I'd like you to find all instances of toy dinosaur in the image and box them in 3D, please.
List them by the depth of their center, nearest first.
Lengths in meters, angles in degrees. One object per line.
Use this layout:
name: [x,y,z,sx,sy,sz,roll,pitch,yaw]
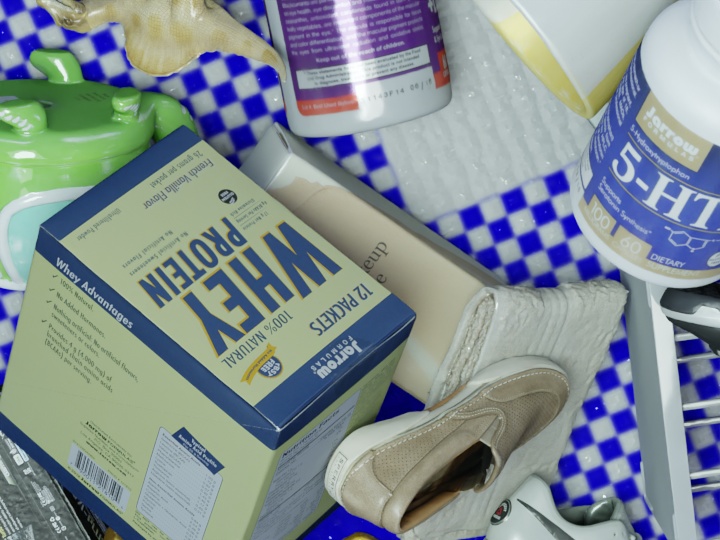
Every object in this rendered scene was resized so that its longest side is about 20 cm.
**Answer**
toy dinosaur: [-0.110,-0.171,1.707,0.199,0.058,0.102,15,80,26]

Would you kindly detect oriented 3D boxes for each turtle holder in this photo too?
turtle holder: [-0.198,-0.066,1.709,0.140,0.185,0.133,15,113,30]

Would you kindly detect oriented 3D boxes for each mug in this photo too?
mug: [0.156,-0.195,1.663,0.153,0.187,0.150,-41,67,-2]

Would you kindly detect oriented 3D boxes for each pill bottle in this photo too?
pill bottle: [0.213,-0.095,1.577,0.119,0.120,0.200,19,137,-5]
pill bottle: [-0.011,-0.195,1.696,0.111,0.111,0.201,-11,101,1]

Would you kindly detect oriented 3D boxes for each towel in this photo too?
towel: [0.096,0.093,1.739,0.132,0.034,0.201,-4,124,-44]

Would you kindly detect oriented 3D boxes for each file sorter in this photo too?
file sorter: [0.248,0.069,1.741,0.124,0.139,0.201,-9,101,-2]

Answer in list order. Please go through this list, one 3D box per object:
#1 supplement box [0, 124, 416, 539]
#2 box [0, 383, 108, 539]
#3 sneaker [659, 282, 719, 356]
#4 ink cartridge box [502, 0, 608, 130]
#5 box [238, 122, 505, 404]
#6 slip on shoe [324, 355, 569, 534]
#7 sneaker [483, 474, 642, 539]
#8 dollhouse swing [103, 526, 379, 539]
supplement box: [-0.100,0.062,1.623,0.200,0.134,0.200,39,140,15]
box: [-0.253,0.200,1.779,0.163,0.086,0.201,-29,100,4]
sneaker: [0.271,0.073,1.639,0.199,0.072,0.083,22,98,-10]
ink cartridge box: [0.174,-0.214,1.732,0.173,0.044,0.200,-36,100,7]
box: [0.000,0.000,1.732,0.199,0.078,0.095,33,99,-19]
slip on shoe: [0.068,0.111,1.643,0.061,0.199,0.076,37,126,33]
sneaker: [0.174,0.206,1.786,0.199,0.074,0.089,31,87,-26]
dollhouse swing: [-0.051,0.208,1.728,0.181,0.200,0.176,-32,99,5]
